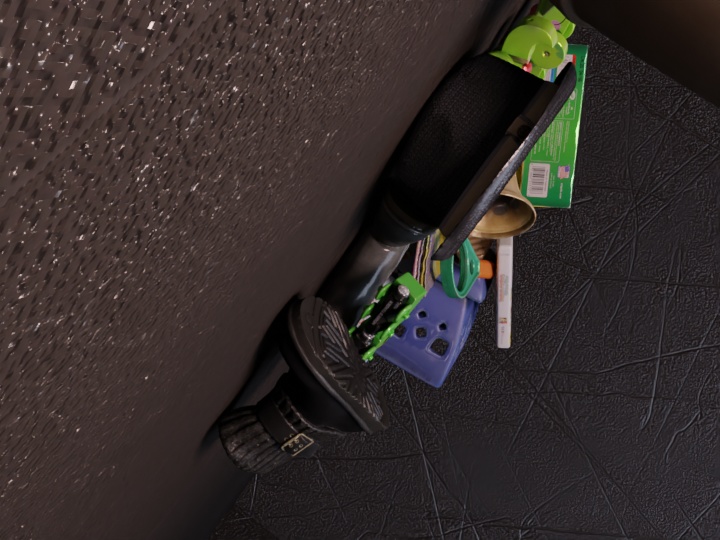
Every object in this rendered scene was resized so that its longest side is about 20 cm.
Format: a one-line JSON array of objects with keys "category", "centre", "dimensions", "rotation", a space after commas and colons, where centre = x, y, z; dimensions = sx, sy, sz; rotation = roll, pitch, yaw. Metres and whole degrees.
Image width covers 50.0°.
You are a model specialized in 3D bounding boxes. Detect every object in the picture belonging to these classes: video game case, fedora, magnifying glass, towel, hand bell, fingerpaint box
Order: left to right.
[{"category": "towel", "centre": [0.096, -0.075, 0.925], "dimensions": [0.144, 0.022, 0.203], "rotation": [-38, 140, -69]}, {"category": "magnifying glass", "centre": [0.143, -0.004, 1.004], "dimensions": [0.199, 0.022, 0.081], "rotation": [5, 86, -67]}, {"category": "fedora", "centre": [0.095, -0.110, 0.664], "dimensions": [0.202, 0.091, 0.201], "rotation": [-53, 176, -5]}, {"category": "hand bell", "centre": [0.164, -0.152, 0.952], "dimensions": [0.104, 0.102, 0.203], "rotation": [120, -21, -61]}, {"category": "video game case", "centre": [0.217, -0.019, 1.162], "dimensions": [0.201, 0.022, 0.184], "rotation": [-76, 163, -52]}, {"category": "fingerpaint box", "centre": [0.246, -0.197, 1.038], "dimensions": [0.167, 0.072, 0.204], "rotation": [-73, 166, -77]}]

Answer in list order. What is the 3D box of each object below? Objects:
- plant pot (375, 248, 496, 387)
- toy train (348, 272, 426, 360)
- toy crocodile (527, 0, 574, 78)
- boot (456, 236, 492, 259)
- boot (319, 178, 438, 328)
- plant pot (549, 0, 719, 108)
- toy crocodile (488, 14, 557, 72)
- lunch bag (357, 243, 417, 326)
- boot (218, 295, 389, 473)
[{"category": "plant pot", "centre": [0.097, 0.028, 1.191], "dimensions": [0.181, 0.198, 0.200], "rotation": [-63, 172, 23]}, {"category": "toy train", "centre": [0.002, 0.076, 0.806], "dimensions": [0.056, 0.042, 0.201], "rotation": [-31, 162, -50]}, {"category": "toy crocodile", "centre": [0.186, -0.237, 0.849], "dimensions": [0.201, 0.061, 0.068], "rotation": [115, 0, -60]}, {"category": "boot", "centre": [0.162, -0.096, 1.165], "dimensions": [0.166, 0.071, 0.204], "rotation": [77, 14, -79]}, {"category": "boot", "centre": [0.001, 0.002, 0.801], "dimensions": [0.200, 0.073, 0.182], "rotation": [-48, 176, 13]}, {"category": "plant pot", "centre": [0.235, -0.198, 0.491], "dimensions": [0.198, 0.175, 0.201], "rotation": [-26, 157, -11]}, {"category": "toy crocodile", "centre": [0.141, -0.169, 0.808], "dimensions": [0.068, 0.061, 0.202], "rotation": [-46, 159, -60]}, {"category": "lunch bag", "centre": [0.019, 0.032, 1.007], "dimensions": [0.161, 0.075, 0.201], "rotation": [-59, 180, 45]}, {"category": "boot", "centre": [-0.073, 0.120, 0.736], "dimensions": [0.156, 0.212, 0.080], "rotation": [-18, -133, 11]}]
